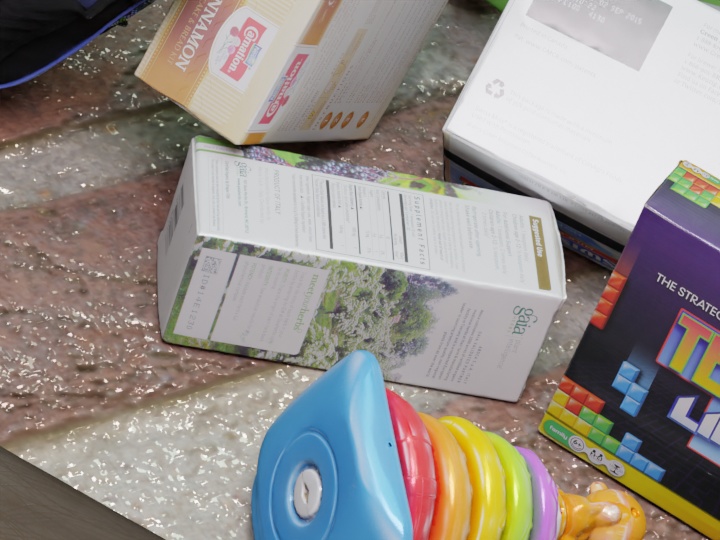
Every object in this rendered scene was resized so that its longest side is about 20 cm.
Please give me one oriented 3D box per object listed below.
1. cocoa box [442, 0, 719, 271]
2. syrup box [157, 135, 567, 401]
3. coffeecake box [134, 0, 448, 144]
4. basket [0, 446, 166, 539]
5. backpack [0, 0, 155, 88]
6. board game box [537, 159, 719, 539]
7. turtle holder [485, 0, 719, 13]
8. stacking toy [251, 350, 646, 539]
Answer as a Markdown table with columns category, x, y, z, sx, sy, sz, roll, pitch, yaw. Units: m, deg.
| category | x | y | z | sx | sy | sz | roll | pitch | yaw |
| --- | --- | --- | --- | --- | --- | --- | --- | --- | --- |
| cocoa box | 0.159 | -0.072 | 1.636 | 0.200 | 0.131 | 0.133 | 28 | 81 | 7 |
| syrup box | 0.000 | 0.000 | 1.564 | 0.200 | 0.079 | 0.081 | 9 | 41 | -14 |
| coffeecake box | -0.020 | -0.151 | 1.607 | 0.073 | 0.154 | 0.200 | 34 | 13 | 15 |
| basket | -0.099 | 0.185 | 1.278 | 0.200 | 0.136 | 0.180 | 21 | 60 | -8 |
| backpack | -0.185 | -0.197 | 1.537 | 0.183 | 0.200 | 0.147 | 37 | 43 | -23 |
| board game box | 0.209 | 0.064 | 1.516 | 0.200 | 0.165 | 0.057 | 31 | 41 | 12 |
| turtle holder | 0.152 | -0.155 | 1.778 | 0.185 | 0.141 | 0.132 | -12 | 16 | 22 |
| stacking toy | 0.056 | 0.116 | 1.457 | 0.200 | 0.110 | 0.116 | 7 | 56 | -32 |
